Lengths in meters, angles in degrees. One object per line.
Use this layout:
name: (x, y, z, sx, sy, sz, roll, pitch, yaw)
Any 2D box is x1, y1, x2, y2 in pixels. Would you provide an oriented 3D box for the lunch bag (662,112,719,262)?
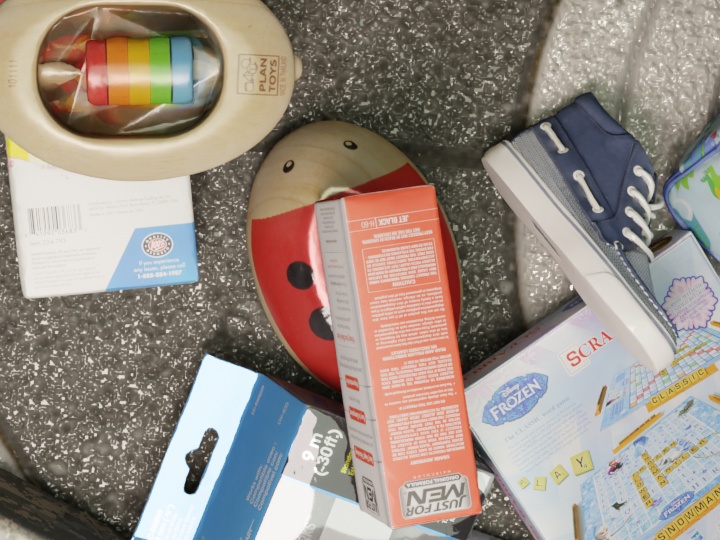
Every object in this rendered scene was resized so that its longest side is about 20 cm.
lunch bag: (0.304, -0.056, 1.381, 0.161, 0.200, 0.082, 42, 55, -4)

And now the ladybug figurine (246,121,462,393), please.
ladybug figurine: (0.000, 0.000, 1.412, 0.136, 0.072, 0.200, -24, 101, -3)

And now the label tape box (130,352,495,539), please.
label tape box: (-0.033, 0.158, 1.398, 0.200, 0.063, 0.144, 21, 96, -9)

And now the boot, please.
boot: (0.167, -0.031, 1.393, 0.090, 0.073, 0.200, -34, 61, -3)

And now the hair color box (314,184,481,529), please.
hair color box: (0.021, 0.051, 1.315, 0.061, 0.102, 0.200, -8, 92, -11)

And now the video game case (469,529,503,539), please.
video game case: (0.028, 0.269, 1.477, 0.181, 0.045, 0.200, 19, 95, -10)

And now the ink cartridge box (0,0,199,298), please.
ink cartridge box: (-0.172, -0.089, 1.387, 0.116, 0.067, 0.200, -5, 99, -8)

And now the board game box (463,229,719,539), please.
board game box: (0.189, 0.109, 1.445, 0.200, 0.041, 0.200, -34, 99, -7)

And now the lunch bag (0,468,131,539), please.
lunch bag: (-0.247, 0.246, 1.405, 0.164, 0.118, 0.200, 30, 100, -10)

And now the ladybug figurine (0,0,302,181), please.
ladybug figurine: (-0.136, -0.124, 1.316, 0.200, 0.072, 0.136, 2, 97, -8)
